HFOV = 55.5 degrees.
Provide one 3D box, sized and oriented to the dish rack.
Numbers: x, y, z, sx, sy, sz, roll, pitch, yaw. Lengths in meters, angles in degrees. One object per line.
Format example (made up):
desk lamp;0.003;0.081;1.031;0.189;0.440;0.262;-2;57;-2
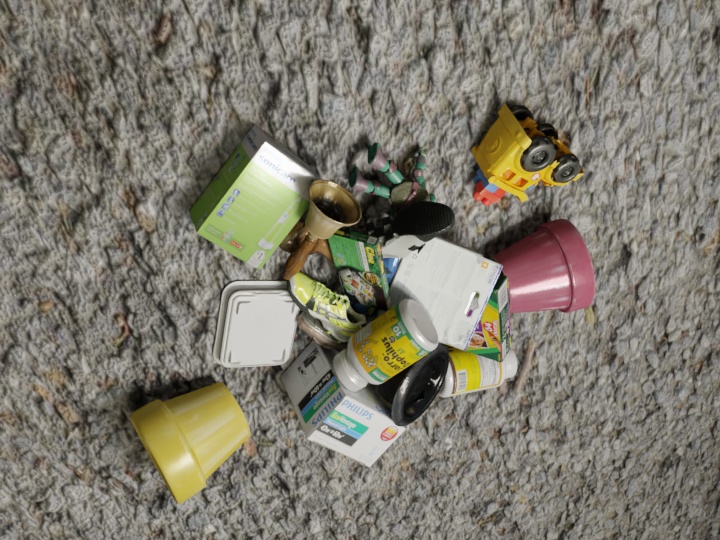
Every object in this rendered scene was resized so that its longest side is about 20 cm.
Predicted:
dish rack;-0.203;0.117;1.386;0.169;0.044;0.202;1;119;-24

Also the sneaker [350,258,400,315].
sneaker;0.024;0.003;1.394;0.077;0.066;0.202;22;121;-9

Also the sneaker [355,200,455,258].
sneaker;0.092;-0.069;1.290;0.197;0.075;0.088;-14;150;24

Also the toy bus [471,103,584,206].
toy bus;0.318;-0.205;1.376;0.198;0.137;0.192;19;124;-35

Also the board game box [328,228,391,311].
board game box;0.000;0.000;1.305;0.024;0.104;0.201;-57;153;-31

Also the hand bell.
hand bell;-0.089;-0.053;1.227;0.103;0.105;0.201;12;133;-29

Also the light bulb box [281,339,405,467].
light bulb box;-0.039;0.282;1.463;0.197;0.200;0.125;35;102;-36

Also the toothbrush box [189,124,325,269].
toothbrush box;-0.183;-0.127;1.214;0.145;0.086;0.201;31;105;-36

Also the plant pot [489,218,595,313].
plant pot;0.384;0.008;1.493;0.176;0.201;0.202;-16;126;-4

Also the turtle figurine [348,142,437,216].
turtle figurine;0.084;-0.159;1.313;0.198;0.101;0.151;23;109;-27

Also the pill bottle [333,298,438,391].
pill bottle;0.045;0.153;1.347;0.199;0.114;0.113;-35;130;21

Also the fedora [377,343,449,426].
fedora;0.102;0.223;1.436;0.200;0.091;0.203;-38;142;-38

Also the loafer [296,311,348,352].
loafer;-0.064;0.144;1.449;0.199;0.072;0.063;26;119;-41

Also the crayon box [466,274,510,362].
crayon box;0.234;0.087;1.485;0.058;0.171;0.202;-45;137;-39

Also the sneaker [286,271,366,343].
sneaker;-0.067;0.060;1.371;0.076;0.076;0.200;-30;123;29

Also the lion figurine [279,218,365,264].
lion figurine;-0.060;-0.054;1.323;0.199;0.073;0.123;33;100;-35

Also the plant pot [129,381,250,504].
plant pot;-0.333;0.327;1.378;0.188;0.200;0.203;-30;130;-24

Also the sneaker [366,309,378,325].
sneaker;0.050;0.148;1.484;0.145;0.080;0.202;12;109;-42

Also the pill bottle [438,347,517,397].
pill bottle;0.269;0.231;1.629;0.197;0.109;0.111;-7;123;-21

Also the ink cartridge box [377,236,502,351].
ink cartridge box;0.159;0.038;1.388;0.198;0.041;0.202;22;102;-4
